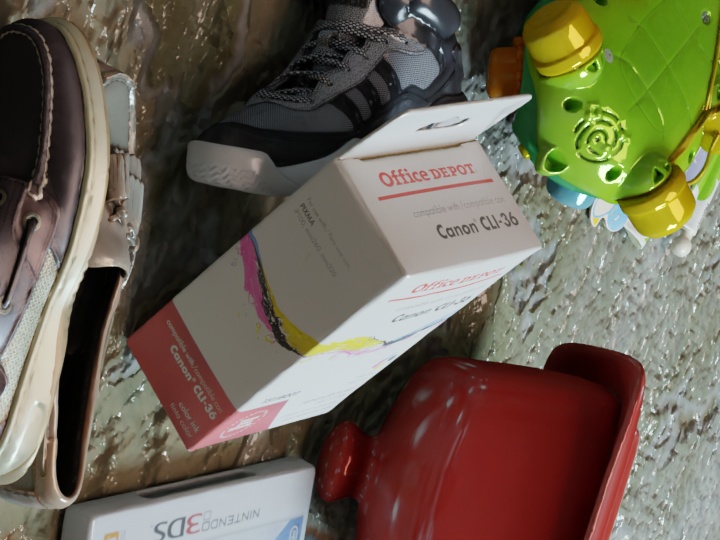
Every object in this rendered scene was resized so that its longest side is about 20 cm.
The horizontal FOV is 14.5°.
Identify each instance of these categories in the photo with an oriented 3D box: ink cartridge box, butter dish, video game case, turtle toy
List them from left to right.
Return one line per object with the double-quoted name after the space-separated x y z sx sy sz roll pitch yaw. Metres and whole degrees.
-0.096 0.202 1.419 0.182 0.022 0.200 -8 111 -55 "video game case"
0.000 0.000 1.321 0.200 0.068 0.116 -40 164 34 "ink cartridge box"
0.048 0.119 1.498 0.200 0.148 0.200 -170 -81 -80 "butter dish"
0.143 -0.114 1.557 0.200 0.101 0.146 -49 117 -36 "turtle toy"

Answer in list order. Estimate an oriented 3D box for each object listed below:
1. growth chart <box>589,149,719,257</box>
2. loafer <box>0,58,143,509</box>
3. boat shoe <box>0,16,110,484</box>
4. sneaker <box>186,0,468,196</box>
0.178 -0.085 1.704 0.200 0.018 0.145 35 76 -55 "growth chart"
-0.125 0.008 1.247 0.072 0.063 0.200 11 95 -56 "loafer"
-0.157 -0.009 1.185 0.065 0.072 0.200 6 97 -44 "boat shoe"
-0.015 -0.102 1.360 0.200 0.075 0.114 -18 114 -53 "sneaker"
